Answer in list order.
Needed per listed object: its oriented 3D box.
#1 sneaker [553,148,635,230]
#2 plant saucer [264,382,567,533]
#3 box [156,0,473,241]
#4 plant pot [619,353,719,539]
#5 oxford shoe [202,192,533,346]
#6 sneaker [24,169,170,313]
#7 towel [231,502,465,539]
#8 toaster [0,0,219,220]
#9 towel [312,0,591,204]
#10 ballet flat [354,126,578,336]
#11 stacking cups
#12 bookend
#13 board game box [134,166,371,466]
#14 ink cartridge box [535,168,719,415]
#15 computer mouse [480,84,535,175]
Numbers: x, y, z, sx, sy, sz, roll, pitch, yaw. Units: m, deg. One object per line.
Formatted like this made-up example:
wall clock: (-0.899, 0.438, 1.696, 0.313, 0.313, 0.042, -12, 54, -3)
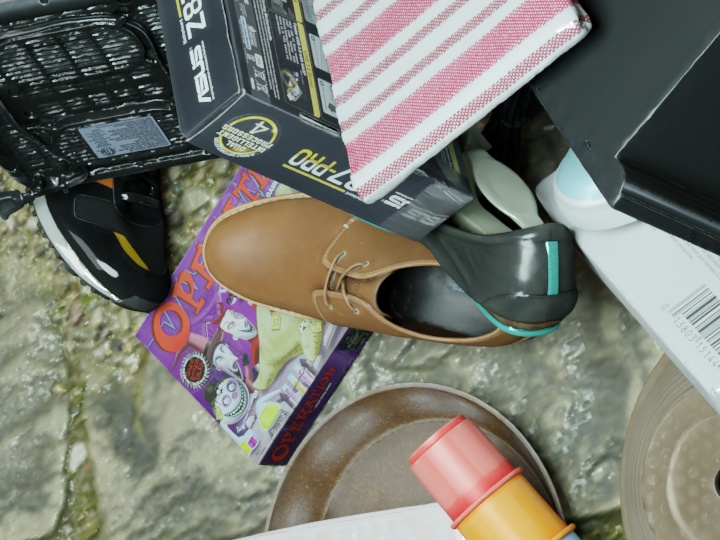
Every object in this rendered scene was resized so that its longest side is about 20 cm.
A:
sneaker: (0.158, -0.109, 1.449, 0.200, 0.082, 0.074, -45, 38, -7)
plant saucer: (0.035, 0.160, 1.594, 0.200, 0.034, 0.201, -3, 85, 35)
box: (-0.031, -0.127, 1.477, 0.049, 0.161, 0.200, -38, 50, 31)
plant pot: (0.200, 0.102, 1.444, 0.201, 0.093, 0.201, -4, 83, 35)
oxford shoe: (0.000, 0.000, 1.580, 0.200, 0.071, 0.072, 8, 102, 23)
sneaker: (-0.143, -0.073, 1.711, 0.090, 0.070, 0.200, -40, 55, 25)
towel: (0.005, 0.228, 1.571, 0.191, 0.032, 0.200, -12, 79, 35)
toaster: (-0.142, -0.135, 1.608, 0.200, 0.181, 0.119, -10, 57, 15)
towel: (0.038, -0.145, 1.390, 0.146, 0.030, 0.200, -38, 48, 34)
ballet flat: (0.050, -0.038, 1.526, 0.200, 0.068, 0.069, 37, 130, 46)
stacking cups: (0.105, 0.156, 1.494, 0.060, 0.060, 0.200, -42, 81, 26)
bookend: (0.161, -0.148, 1.340, 0.200, 0.092, 0.199, -51, 42, 21)
board game box: (-0.035, -0.006, 1.663, 0.120, 0.032, 0.200, 45, 111, 34)
ink cartridge box: (0.200, -0.033, 1.442, 0.176, 0.045, 0.200, -37, 38, 1)
computer mouse: (0.026, -0.141, 1.582, 0.200, 0.046, 0.141, 53, 146, 26)
